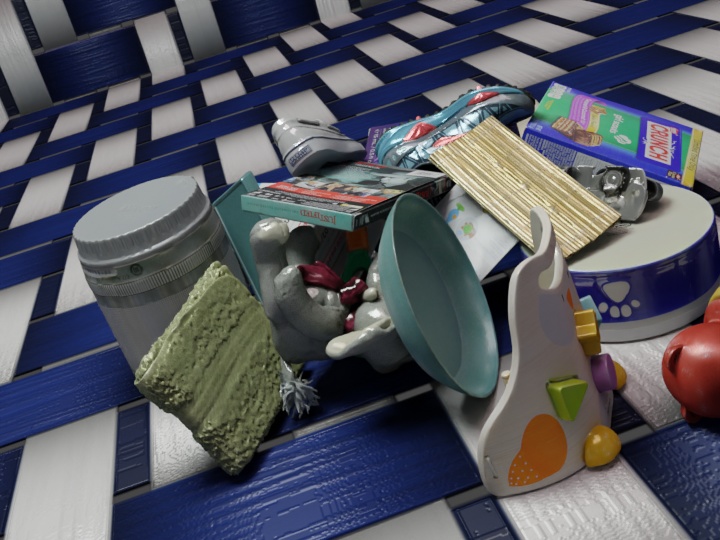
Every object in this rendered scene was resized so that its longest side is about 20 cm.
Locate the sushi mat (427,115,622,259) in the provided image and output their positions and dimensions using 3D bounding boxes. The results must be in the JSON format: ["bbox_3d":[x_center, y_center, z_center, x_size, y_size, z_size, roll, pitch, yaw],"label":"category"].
[{"bbox_3d":[0.165,-0.085,0.911,0.095,0.012,0.200,-31,55,-19],"label":"sushi mat"}]

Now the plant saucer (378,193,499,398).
[{"bbox_3d":[0.069,0.027,0.830,0.036,0.201,0.201,-23,21,24],"label":"plant saucer"}]

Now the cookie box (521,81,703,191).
[{"bbox_3d":[0.299,-0.139,1.070,0.198,0.076,0.171,22,36,12],"label":"cookie box"}]

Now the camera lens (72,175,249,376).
[{"bbox_3d":[-0.212,0.017,0.990,0.158,0.202,0.161,-15,27,8],"label":"camera lens"}]

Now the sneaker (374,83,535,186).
[{"bbox_3d":[0.119,-0.143,1.045,0.198,0.079,0.097,-23,67,17],"label":"sneaker"}]

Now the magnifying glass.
[{"bbox_3d":[0.000,0.000,0.982,0.079,0.022,0.202,-10,65,7],"label":"magnifying glass"}]

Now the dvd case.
[{"bbox_3d":[-0.010,-0.085,0.954,0.145,0.022,0.199,12,24,32],"label":"dvd case"}]

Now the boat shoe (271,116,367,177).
[{"bbox_3d":[-0.048,-0.150,1.062,0.073,0.066,0.200,-36,-8,11],"label":"boat shoe"}]

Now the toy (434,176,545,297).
[{"bbox_3d":[0.108,-0.017,0.967,0.200,0.047,0.115,-50,46,12],"label":"toy"}]

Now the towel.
[{"bbox_3d":[-0.131,0.092,0.873,0.036,0.149,0.201,-33,18,30],"label":"towel"}]

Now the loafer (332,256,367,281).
[{"bbox_3d":[-0.033,0.010,1.066,0.198,0.064,0.072,8,32,42],"label":"loafer"}]

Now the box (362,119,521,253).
[{"bbox_3d":[0.106,-0.115,1.143,0.198,0.105,0.149,-8,47,20],"label":"box"}]

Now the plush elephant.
[{"bbox_3d":[-0.010,0.037,0.869,0.153,0.203,0.165,-7,-9,11],"label":"plush elephant"}]

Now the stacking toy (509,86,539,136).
[{"bbox_3d":[0.217,-0.198,1.299,0.144,0.148,0.200,-6,11,20],"label":"stacking toy"}]

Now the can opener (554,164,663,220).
[{"bbox_3d":[0.225,-0.086,0.959,0.199,0.054,0.066,10,3,44],"label":"can opener"}]

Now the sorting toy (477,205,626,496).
[{"bbox_3d":[0.154,0.050,0.735,0.106,0.182,0.200,-5,27,22],"label":"sorting toy"}]

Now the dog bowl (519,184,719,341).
[{"bbox_3d":[0.266,-0.013,0.917,0.198,0.080,0.201,-13,26,6],"label":"dog bowl"}]

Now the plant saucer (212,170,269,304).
[{"bbox_3d":[-0.106,-0.009,0.995,0.070,0.202,0.019,-35,-14,31],"label":"plant saucer"}]

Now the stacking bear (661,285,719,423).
[{"bbox_3d":[0.335,0.048,0.727,0.199,0.122,0.114,-31,30,-14],"label":"stacking bear"}]

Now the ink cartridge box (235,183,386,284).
[{"bbox_3d":[-0.081,-0.043,1.060,0.198,0.068,0.116,3,52,33],"label":"ink cartridge box"}]
